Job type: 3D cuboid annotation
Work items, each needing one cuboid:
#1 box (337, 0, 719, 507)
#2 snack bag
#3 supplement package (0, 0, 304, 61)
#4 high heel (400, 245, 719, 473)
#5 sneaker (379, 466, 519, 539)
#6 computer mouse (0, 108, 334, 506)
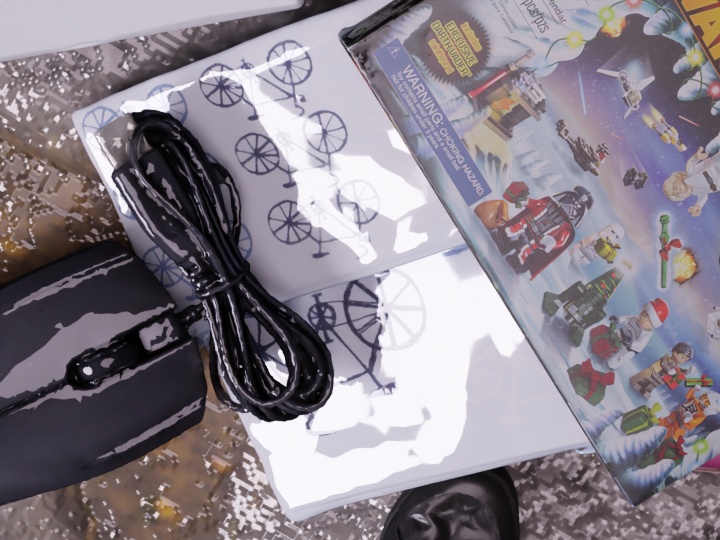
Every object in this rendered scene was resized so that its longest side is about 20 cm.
[{"bbox_3d":[0.101,-0.035,0.817,0.137,0.040,0.200,-33,105,1],"label":"box"},{"bbox_3d":[0.000,0.000,0.891,0.188,0.021,0.201,-16,104,31],"label":"snack bag"},{"bbox_3d":[-0.107,-0.188,0.810,0.151,0.151,0.201,-10,105,4],"label":"supplement package"},{"bbox_3d":[0.108,0.016,0.902,0.199,0.067,0.096,13,117,2],"label":"high heel"},{"bbox_3d":[0.012,0.177,0.937,0.060,0.104,0.200,24,106,-4],"label":"sneaker"},{"bbox_3d":[-0.124,0.036,0.907,0.200,0.053,0.139,-27,101,23],"label":"computer mouse"}]
